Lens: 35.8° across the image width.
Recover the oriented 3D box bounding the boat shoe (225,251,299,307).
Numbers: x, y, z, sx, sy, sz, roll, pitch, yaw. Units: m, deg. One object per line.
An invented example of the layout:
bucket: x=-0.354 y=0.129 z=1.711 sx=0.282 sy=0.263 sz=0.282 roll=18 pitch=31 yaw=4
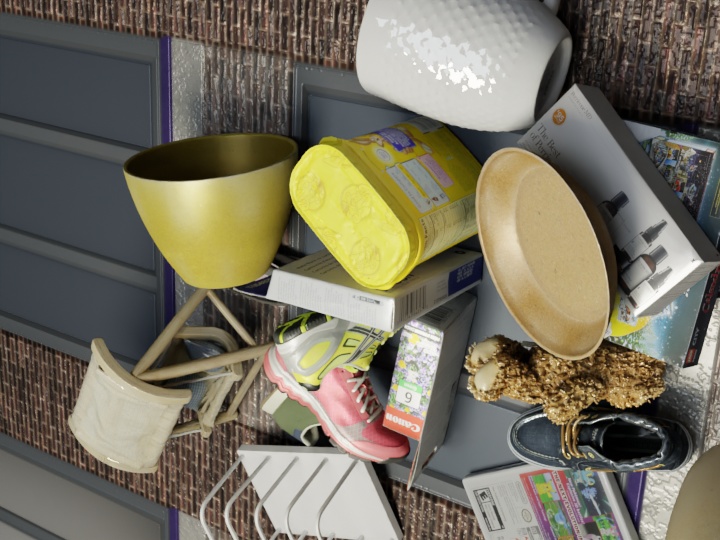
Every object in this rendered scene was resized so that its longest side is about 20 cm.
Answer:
boat shoe: x=-0.139 y=-0.001 z=1.365 sx=0.198 sy=0.057 sz=0.068 roll=15 pitch=113 yaw=31

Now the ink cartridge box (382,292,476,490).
ink cartridge box: x=0.070 y=0.127 z=1.225 sx=0.050 sy=0.109 sz=0.202 roll=20 pitch=116 yaw=18

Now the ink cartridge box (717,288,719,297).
ink cartridge box: x=0.279 y=-0.011 z=1.076 sx=0.198 sy=0.044 sz=0.095 roll=-13 pitch=96 yaw=38

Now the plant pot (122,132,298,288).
plant pot: x=-0.162 y=-0.064 z=1.278 sx=0.198 sy=0.200 sz=0.144 roll=9 pitch=115 yaw=32

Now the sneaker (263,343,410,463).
sneaker: x=-0.018 y=0.134 z=1.244 sx=0.200 sy=0.074 sz=0.087 roll=39 pitch=120 yaw=7

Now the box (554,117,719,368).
box: x=0.267 y=-0.028 z=1.022 sx=0.136 sy=0.037 sz=0.202 roll=21 pitch=104 yaw=36

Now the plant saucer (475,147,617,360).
plant saucer: x=0.174 y=-0.019 z=1.011 sx=0.200 sy=0.035 sz=0.202 roll=50 pitch=151 yaw=40

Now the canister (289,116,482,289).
canister: x=0.042 y=-0.076 z=1.123 sx=0.149 sy=0.199 sz=0.087 roll=50 pitch=126 yaw=11

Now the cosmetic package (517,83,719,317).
cosmetic package: x=0.228 y=-0.064 z=0.995 sx=0.083 sy=0.050 sz=0.201 roll=-44 pitch=64 yaw=30

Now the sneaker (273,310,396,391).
sneaker: x=-0.002 y=0.066 z=1.212 sx=0.075 sy=0.198 sz=0.077 roll=-1 pitch=109 yaw=61

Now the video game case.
video game case: x=0.223 y=0.305 z=1.235 sx=0.181 sy=0.023 sz=0.202 roll=-20 pitch=92 yaw=38

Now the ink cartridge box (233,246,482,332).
ink cartridge box: x=0.000 y=0.000 z=1.179 sx=0.198 sy=0.199 sz=0.041 roll=12 pitch=110 yaw=29

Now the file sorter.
file sorter: x=-0.078 y=0.308 z=1.363 sx=0.198 sy=0.125 sz=0.140 roll=-4 pitch=119 yaw=36

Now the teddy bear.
teddy bear: x=0.200 y=0.103 z=1.103 sx=0.145 sy=0.197 sz=0.068 roll=-130 pitch=36 yaw=-68

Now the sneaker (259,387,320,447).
sneaker: x=-0.036 y=0.139 z=1.340 sx=0.090 sy=0.067 sz=0.200 roll=47 pitch=126 yaw=4

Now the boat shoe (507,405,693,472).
boat shoe: x=0.230 y=0.167 z=1.131 sx=0.198 sy=0.091 sz=0.072 roll=-3 pitch=77 yaw=32

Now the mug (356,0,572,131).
mug: x=0.117 y=-0.235 z=1.068 sx=0.174 sy=0.148 sz=0.202 roll=24 pitch=88 yaw=20

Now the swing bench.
swing bench: x=-0.235 y=0.140 z=1.362 sx=0.130 sy=0.199 sz=0.199 roll=48 pitch=142 yaw=13

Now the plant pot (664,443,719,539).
plant pot: x=0.354 y=0.280 z=1.024 sx=0.186 sy=0.199 sz=0.190 roll=12 pitch=112 yaw=31
